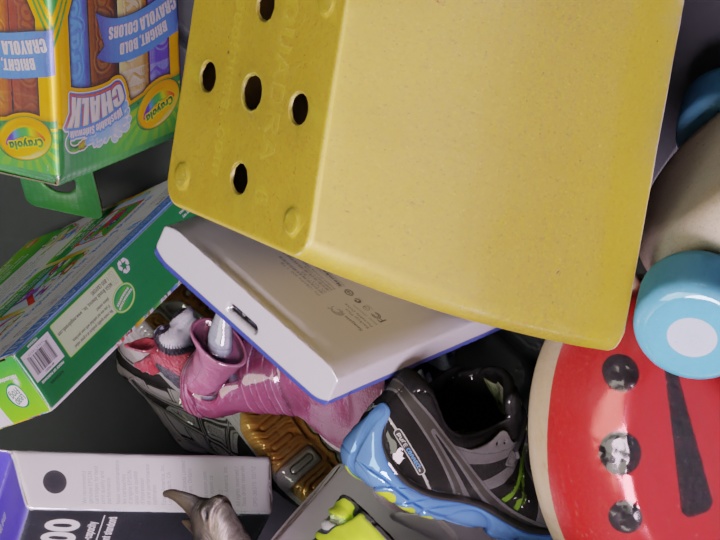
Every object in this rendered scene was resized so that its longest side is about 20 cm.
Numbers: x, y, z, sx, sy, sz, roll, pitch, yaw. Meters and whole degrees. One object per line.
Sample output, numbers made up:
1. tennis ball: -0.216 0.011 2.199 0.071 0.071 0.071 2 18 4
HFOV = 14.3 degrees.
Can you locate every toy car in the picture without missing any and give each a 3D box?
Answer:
1. toy car: 0.258 -0.007 1.434 0.200 0.185 0.177 39 130 -17

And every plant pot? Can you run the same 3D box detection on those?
1. plant pot: 0.018 -0.083 1.419 0.200 0.175 0.201 23 107 54

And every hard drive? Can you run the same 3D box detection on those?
1. hard drive: 0.000 0.000 1.562 0.132 0.200 0.025 40 125 22

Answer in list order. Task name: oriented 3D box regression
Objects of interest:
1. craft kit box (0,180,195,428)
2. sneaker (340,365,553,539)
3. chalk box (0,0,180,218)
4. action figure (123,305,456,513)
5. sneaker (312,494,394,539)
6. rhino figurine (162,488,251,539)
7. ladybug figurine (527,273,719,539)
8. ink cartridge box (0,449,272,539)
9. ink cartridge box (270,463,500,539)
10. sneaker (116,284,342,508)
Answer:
1. craft kit box: -0.189 0.029 1.696 0.197 0.200 0.049 -16 113 47
2. sneaker: 0.075 0.096 1.559 0.071 0.199 0.083 39 105 40
3. chalk box: -0.189 -0.127 1.708 0.124 0.124 0.201 11 112 33
4. action figure: -0.040 0.061 1.658 0.199 0.134 0.150 -3 92 21
5. sneaker: 0.031 0.215 1.506 0.081 0.074 0.200 -43 75 -1
6. rhino figurine: -0.041 0.195 1.581 0.200 0.060 0.087 45 140 4
7. ladybug figurine: 0.160 0.097 1.531 0.072 0.135 0.201 -153 44 -71
8. ink cartridge box: -0.168 0.165 1.724 0.198 0.199 0.044 116 155 -58
9. ink cartridge box: 0.031 0.229 1.662 0.145 0.084 0.201 21 137 28
10. sneaker: -0.069 0.086 1.742 0.200 0.076 0.088 44 143 17
